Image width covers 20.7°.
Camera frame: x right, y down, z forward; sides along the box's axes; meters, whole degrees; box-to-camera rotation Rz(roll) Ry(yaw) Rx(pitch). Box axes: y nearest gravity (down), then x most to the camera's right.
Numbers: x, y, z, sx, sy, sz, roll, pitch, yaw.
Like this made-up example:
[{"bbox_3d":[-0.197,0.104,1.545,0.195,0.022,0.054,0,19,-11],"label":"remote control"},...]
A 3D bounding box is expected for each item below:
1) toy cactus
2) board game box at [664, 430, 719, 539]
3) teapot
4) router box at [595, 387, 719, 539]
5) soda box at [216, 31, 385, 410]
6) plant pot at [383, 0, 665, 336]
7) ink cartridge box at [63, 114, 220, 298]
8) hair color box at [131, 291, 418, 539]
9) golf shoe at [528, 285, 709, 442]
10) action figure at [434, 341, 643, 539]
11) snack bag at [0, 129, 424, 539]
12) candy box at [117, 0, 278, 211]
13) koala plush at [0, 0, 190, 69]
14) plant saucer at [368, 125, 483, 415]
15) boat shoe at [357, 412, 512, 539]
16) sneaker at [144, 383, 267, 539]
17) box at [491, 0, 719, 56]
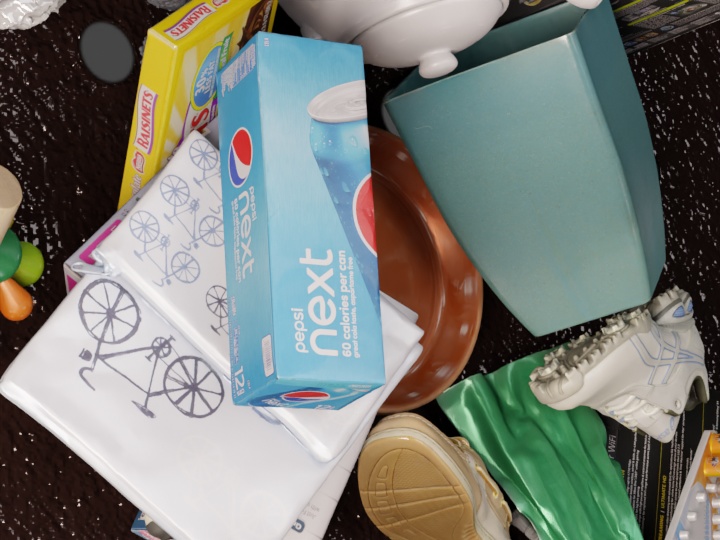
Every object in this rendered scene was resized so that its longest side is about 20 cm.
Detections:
[{"bbox_3d":[-0.236,-0.007,1.067,0.200,0.165,0.102,-4,60,-46],"label":"toy cactus"},{"bbox_3d":[0.265,0.251,1.414,0.200,0.026,0.200,62,38,-31],"label":"board game box"},{"bbox_3d":[0.026,-0.197,1.315,0.197,0.200,0.146,-6,77,-46],"label":"teapot"},{"bbox_3d":[0.210,0.173,1.457,0.149,0.051,0.200,22,64,-32],"label":"router box"},{"bbox_3d":[-0.034,-0.027,1.098,0.068,0.064,0.200,5,71,-26],"label":"soda box"},{"bbox_3d":[0.131,-0.067,1.381,0.200,0.141,0.141,67,22,-12],"label":"plant pot"},{"bbox_3d":[-0.098,-0.027,1.194,0.042,0.119,0.200,35,61,18],"label":"ink cartridge box"},{"bbox_3d":[-0.052,0.093,1.225,0.100,0.061,0.200,32,69,-22],"label":"hair color box"},{"bbox_3d":[0.193,0.077,1.372,0.200,0.078,0.097,-21,85,-53],"label":"golf shoe"},{"bbox_3d":[0.142,0.157,1.363,0.118,0.055,0.200,-21,71,-23],"label":"action figure"},{"bbox_3d":[-0.081,0.050,1.100,0.189,0.021,0.200,43,62,-10],"label":"snack bag"},{"bbox_3d":[-0.100,-0.088,1.188,0.026,0.200,0.102,37,50,18],"label":"candy box"},{"bbox_3d":[-0.163,-0.214,1.187,0.200,0.184,0.178,-7,70,-21],"label":"koala plush"},{"bbox_3d":[0.000,0.000,1.342,0.200,0.032,0.201,13,69,-37],"label":"plant saucer"},{"bbox_3d":[0.051,0.144,1.298,0.200,0.074,0.069,61,27,-48],"label":"boat shoe"},{"bbox_3d":[-0.069,0.070,1.154,0.093,0.070,0.200,48,64,0],"label":"sneaker"},{"bbox_3d":[0.208,-0.213,1.465,0.160,0.200,0.044,3,75,-39],"label":"box"}]
